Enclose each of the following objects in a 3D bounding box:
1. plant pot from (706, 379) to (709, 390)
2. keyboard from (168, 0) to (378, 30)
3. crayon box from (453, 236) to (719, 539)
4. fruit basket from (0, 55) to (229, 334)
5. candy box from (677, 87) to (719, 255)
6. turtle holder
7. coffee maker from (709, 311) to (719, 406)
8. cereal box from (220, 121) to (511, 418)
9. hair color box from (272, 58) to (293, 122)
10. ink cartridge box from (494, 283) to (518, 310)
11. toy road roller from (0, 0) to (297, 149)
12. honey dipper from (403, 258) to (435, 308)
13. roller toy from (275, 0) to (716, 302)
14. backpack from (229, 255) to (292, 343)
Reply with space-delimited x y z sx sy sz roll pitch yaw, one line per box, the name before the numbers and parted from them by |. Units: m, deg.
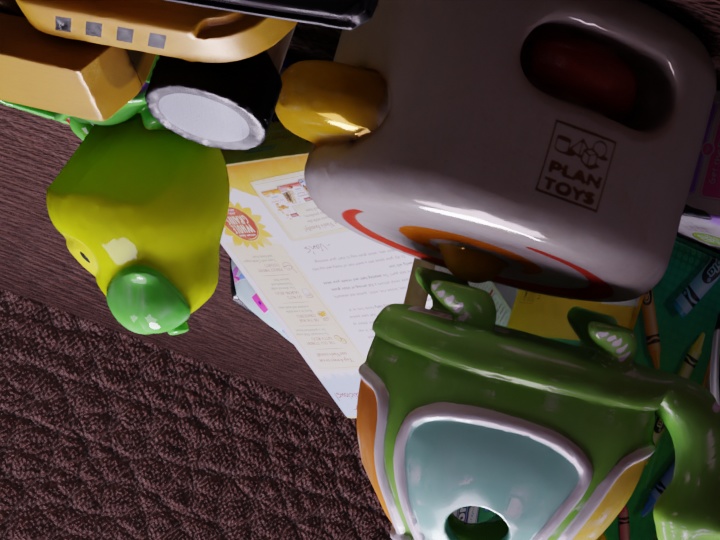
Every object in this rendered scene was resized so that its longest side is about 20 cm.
plant pot | 0.319 0.098 1.855 0.173 0.201 0.200 3 180 -31
keyboard | -0.075 -0.161 1.114 0.199 0.105 0.040 13 -174 18
crayon box | 0.118 0.079 1.471 0.058 0.201 0.119 22 171 -28
fruit basket | -0.132 -0.075 1.451 0.155 0.217 0.216 17 172 -5
candy box | 0.219 -0.038 1.450 0.199 0.072 0.168 10 170 35
turtle holder | 0.085 0.082 1.360 0.185 0.132 0.141 14 -178 -24
coffee maker | 0.240 0.110 1.436 0.134 0.201 0.192 14 171 13
cereal box | 0.000 0.000 1.571 0.143 0.040 0.200 -6 130 42
hair color box | -0.057 -0.086 1.724 0.109 0.065 0.200 12 173 29
ink cartridge box | 0.125 0.012 1.669 0.175 0.084 0.200 7 158 -34
toy road roller | -0.111 -0.149 1.210 0.199 0.123 0.146 12 157 17
honey dipper | 0.036 -0.018 1.486 0.038 0.201 0.038 15 168 3
roller toy | 0.069 -0.063 1.332 0.182 0.140 0.200 13 171 24
backpack | 0.012 -0.003 1.905 0.199 0.168 0.126 24 150 -29
